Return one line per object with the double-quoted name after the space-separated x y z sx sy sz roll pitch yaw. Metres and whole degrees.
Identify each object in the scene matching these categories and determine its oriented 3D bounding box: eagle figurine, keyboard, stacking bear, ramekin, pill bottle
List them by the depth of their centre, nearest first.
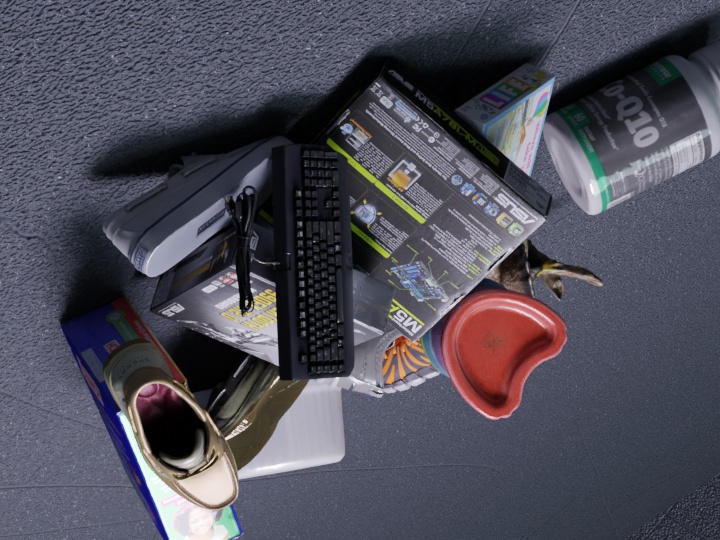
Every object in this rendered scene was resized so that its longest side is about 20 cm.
-0.057 -0.007 1.496 0.127 0.201 0.021 -2 178 -35 "keyboard"
0.108 0.057 1.774 0.122 0.114 0.200 -52 -165 -2 "stacking bear"
0.295 -0.147 1.779 0.199 0.113 0.113 -27 158 -5 "pill bottle"
0.149 -0.010 1.892 0.151 0.152 0.200 -15 178 29 "eagle figurine"
-0.111 0.174 1.926 0.199 0.098 0.200 -10 173 -1 "ramekin"

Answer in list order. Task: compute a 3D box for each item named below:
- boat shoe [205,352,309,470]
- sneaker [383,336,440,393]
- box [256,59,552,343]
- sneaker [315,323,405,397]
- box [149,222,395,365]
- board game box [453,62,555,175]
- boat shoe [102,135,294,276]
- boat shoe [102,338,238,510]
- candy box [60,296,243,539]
-0.122 0.139 1.794 0.072 0.066 0.201 5 134 -46 "boat shoe"
0.057 0.066 1.945 0.199 0.078 0.112 -17 132 27 "sneaker"
0.037 -0.059 1.584 0.193 0.200 0.048 -45 -168 34 "box"
0.021 0.039 1.796 0.075 0.082 0.201 130 -16 -70 "sneaker"
-0.085 0.027 1.616 0.158 0.049 0.200 25 157 -21 "box"
0.118 -0.082 1.664 0.134 0.034 0.201 -35 145 -47 "board game box"
-0.135 -0.072 1.506 0.200 0.065 0.074 -37 159 -42 "boat shoe"
-0.161 0.150 1.547 0.074 0.066 0.200 -35 126 -4 "boat shoe"
-0.198 0.150 1.677 0.077 0.169 0.201 -27 127 -12 "candy box"
